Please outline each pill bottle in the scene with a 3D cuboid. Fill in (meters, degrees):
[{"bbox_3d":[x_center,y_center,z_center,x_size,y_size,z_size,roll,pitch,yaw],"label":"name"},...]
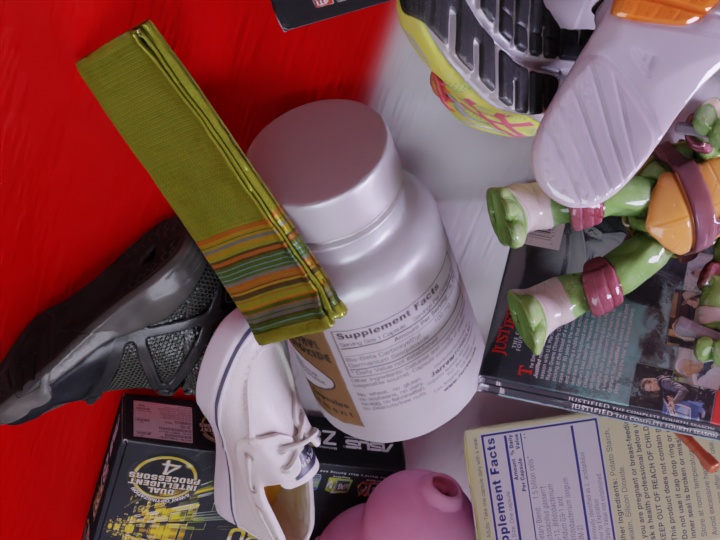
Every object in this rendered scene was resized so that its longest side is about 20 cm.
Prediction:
[{"bbox_3d":[0.000,0.000,1.279,0.113,0.115,0.201,-13,134,9],"label":"pill bottle"}]

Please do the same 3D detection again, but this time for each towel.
[{"bbox_3d":[-0.088,-0.045,1.207,0.086,0.018,0.201,-20,108,52],"label":"towel"}]

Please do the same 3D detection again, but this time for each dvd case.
[{"bbox_3d":[0.180,0.028,1.264,0.198,0.147,0.022,11,146,7],"label":"dvd case"}]

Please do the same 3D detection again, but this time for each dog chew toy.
[{"bbox_3d":[0.015,0.215,1.437,0.124,0.125,0.201,17,124,-20],"label":"dog chew toy"}]

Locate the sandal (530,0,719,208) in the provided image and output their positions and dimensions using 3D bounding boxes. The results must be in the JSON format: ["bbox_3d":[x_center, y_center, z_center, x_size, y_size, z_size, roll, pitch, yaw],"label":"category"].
[{"bbox_3d":[0.152,-0.120,1.163,0.079,0.207,0.059,42,166,-10],"label":"sandal"}]

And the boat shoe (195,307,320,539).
[{"bbox_3d":[-0.055,0.104,1.334,0.070,0.071,0.201,30,141,26],"label":"boat shoe"}]

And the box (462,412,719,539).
[{"bbox_3d":[0.177,0.151,1.408,0.198,0.097,0.176,-8,166,5],"label":"box"}]

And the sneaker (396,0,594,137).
[{"bbox_3d":[0.067,-0.112,1.171,0.090,0.079,0.200,-4,162,34],"label":"sneaker"}]

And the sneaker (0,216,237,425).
[{"bbox_3d":[-0.145,0.058,1.354,0.199,0.076,0.114,-35,122,21],"label":"sneaker"}]

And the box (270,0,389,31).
[{"bbox_3d":[0.019,-0.232,1.091,0.199,0.050,0.199,-15,137,11],"label":"box"}]

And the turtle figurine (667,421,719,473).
[{"bbox_3d":[0.216,0.047,1.314,0.161,0.200,0.065,-31,124,-6],"label":"turtle figurine"}]

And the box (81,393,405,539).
[{"bbox_3d":[-0.085,0.162,1.484,0.198,0.049,0.162,8,136,-15],"label":"box"}]

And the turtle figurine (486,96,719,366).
[{"bbox_3d":[0.181,-0.017,1.197,0.193,0.201,0.144,-17,143,-7],"label":"turtle figurine"}]
